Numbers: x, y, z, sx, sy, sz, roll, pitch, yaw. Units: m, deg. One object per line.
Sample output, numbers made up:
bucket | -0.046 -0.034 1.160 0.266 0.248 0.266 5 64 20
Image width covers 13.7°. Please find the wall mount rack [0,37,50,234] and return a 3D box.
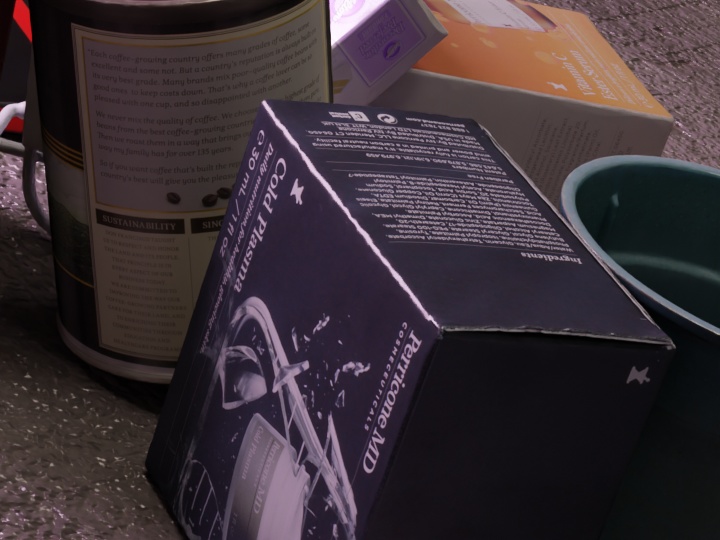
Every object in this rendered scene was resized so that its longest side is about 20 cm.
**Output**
wall mount rack | -0.102 -0.107 1.547 0.173 0.200 0.075 14 28 7

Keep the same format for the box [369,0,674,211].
box | 0.058 -0.094 1.779 0.200 0.107 0.152 9 27 -26

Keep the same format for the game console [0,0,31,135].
game console | -0.190 -0.128 1.755 0.176 0.031 0.200 2 30 -30

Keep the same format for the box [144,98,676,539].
box | 0.015 0.060 1.306 0.124 0.200 0.197 4 29 -30

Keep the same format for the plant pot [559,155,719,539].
plant pot | 0.151 0.080 1.378 0.200 0.196 0.200 18 24 -8

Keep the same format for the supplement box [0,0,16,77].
supplement box | -0.244 -0.114 1.451 0.132 0.200 0.197 9 26 -11

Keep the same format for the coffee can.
coffee can | -0.083 -0.066 1.448 0.146 0.200 0.146 -2 28 1

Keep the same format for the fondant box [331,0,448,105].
fondant box | -0.066 -0.151 1.686 0.200 0.144 0.058 48 -2 39
